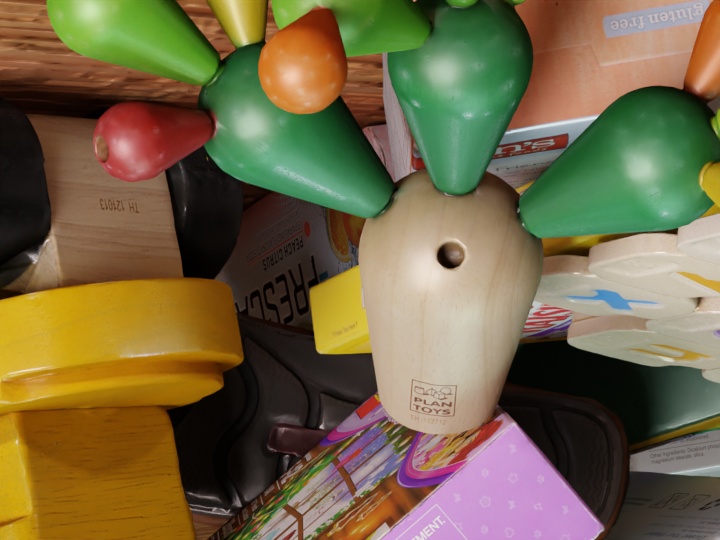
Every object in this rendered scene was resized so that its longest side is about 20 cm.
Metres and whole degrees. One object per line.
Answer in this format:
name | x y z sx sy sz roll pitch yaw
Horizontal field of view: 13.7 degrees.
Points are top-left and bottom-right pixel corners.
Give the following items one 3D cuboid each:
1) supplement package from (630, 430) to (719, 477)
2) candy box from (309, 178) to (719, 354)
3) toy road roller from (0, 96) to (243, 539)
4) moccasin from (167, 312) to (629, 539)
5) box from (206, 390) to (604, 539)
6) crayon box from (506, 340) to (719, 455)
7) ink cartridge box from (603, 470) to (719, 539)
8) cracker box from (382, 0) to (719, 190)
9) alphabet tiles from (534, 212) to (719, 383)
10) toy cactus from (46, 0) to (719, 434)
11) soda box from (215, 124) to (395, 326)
supplement package | 0.172 0.047 1.425 0.155 0.111 0.200 -9 171 -11
candy box | 0.070 -0.006 0.873 0.102 0.026 0.200 0 169 -25
toy road roller | -0.126 0.036 0.871 0.200 0.146 0.123 -17 169 33
moccasin | -0.013 0.051 0.979 0.201 0.074 0.078 4 173 0
box | -0.009 0.087 0.837 0.137 0.039 0.200 -41 -174 -1
crayon box | 0.076 0.045 1.106 0.172 0.058 0.200 -18 175 18
ink cartridge box | 0.039 0.118 1.004 0.200 0.041 0.200 -18 -176 -18
cracker box | 0.075 -0.053 0.848 0.134 0.058 0.200 -9 172 -1
alphabet tiles | 0.147 0.011 0.814 0.195 0.015 0.200 14 165 -28
toy cactus | 0.027 -0.026 0.705 0.200 0.102 0.165 -1 130 -5
soda box | 0.000 0.000 1.074 0.068 0.064 0.200 -7 171 -24
